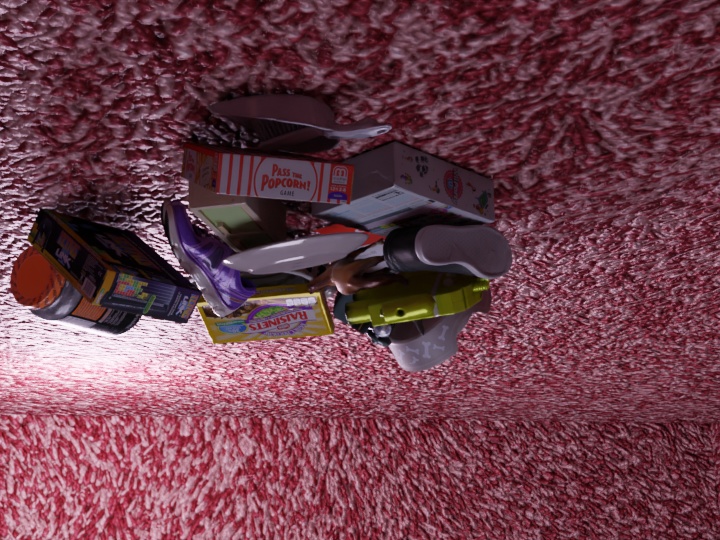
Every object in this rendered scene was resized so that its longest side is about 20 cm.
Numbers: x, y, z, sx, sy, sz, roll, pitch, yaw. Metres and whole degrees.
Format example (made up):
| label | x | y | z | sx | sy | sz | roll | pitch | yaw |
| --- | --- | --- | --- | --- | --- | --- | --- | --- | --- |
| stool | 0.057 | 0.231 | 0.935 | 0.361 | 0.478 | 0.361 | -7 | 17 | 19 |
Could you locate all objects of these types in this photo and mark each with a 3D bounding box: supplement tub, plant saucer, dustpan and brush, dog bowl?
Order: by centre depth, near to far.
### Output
| label | x | y | z | sx | sy | sz | roll | pitch | yaw |
| --- | --- | --- | --- | --- | --- | --- | --- | --- | --- |
| dustpan and brush | -0.053 | -0.158 | 1.248 | 0.200 | 0.057 | 0.140 | -11 | 162 | 30 |
| plant saucer | -0.168 | 0.002 | 1.747 | 0.200 | 0.050 | 0.200 | -2 | 164 | -1 |
| supplement tub | -0.436 | 0.028 | 1.760 | 0.122 | 0.123 | 0.200 | -10 | 162 | 26 |
| dog bowl | 0.121 | 0.072 | 1.884 | 0.200 | 0.200 | 0.059 | -19 | 124 | 46 |

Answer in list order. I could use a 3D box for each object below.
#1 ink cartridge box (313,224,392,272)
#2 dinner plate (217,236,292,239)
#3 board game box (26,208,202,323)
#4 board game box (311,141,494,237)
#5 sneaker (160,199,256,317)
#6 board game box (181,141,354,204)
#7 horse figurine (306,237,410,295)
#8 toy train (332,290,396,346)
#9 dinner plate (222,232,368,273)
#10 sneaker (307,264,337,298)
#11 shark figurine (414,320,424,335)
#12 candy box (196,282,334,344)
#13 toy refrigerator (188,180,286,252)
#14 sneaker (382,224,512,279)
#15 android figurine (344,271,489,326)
| label | x | y | z | sx | sy | sz | roll | pitch | yaw |
| --- | --- | --- | --- | --- | --- | --- | --- | --- | --- |
| ink cartridge box | 0.052 | -0.036 | 1.727 | 0.162 | 0.057 | 0.200 | -14 | 165 | 37 |
| dinner plate | -0.166 | -0.031 | 1.763 | 0.200 | 0.024 | 0.200 | -1 | 165 | 0 |
| board game box | -0.341 | -0.007 | 1.572 | 0.165 | 0.057 | 0.200 | 14 | -164 | -48 |
| board game box | 0.057 | -0.095 | 1.483 | 0.147 | 0.064 | 0.200 | -15 | 159 | 41 |
| sneaker | -0.214 | -0.028 | 1.602 | 0.083 | 0.081 | 0.200 | -32 | 126 | -1 |
| board game box | -0.111 | -0.111 | 1.294 | 0.151 | 0.046 | 0.200 | 4 | -172 | -21 |
| horse figurine | 0.000 | 0.000 | 1.603 | 0.132 | 0.050 | 0.200 | -24 | -166 | -12 |
| toy train | 0.017 | 0.047 | 1.832 | 0.114 | 0.085 | 0.200 | 30 | -163 | -6 |
| dinner plate | -0.086 | -0.019 | 1.528 | 0.200 | 0.024 | 0.200 | -10 | 176 | -1 |
| sneaker | -0.082 | 0.031 | 1.885 | 0.081 | 0.075 | 0.200 | 24 | 161 | -26 |
| shark figurine | 0.088 | 0.022 | 1.709 | 0.128 | 0.090 | 0.215 | 17 | 150 | -11 |
| candy box | -0.147 | 0.068 | 1.767 | 0.200 | 0.026 | 0.102 | -5 | 137 | 11 |
| toy refrigerator | -0.158 | -0.080 | 1.499 | 0.076 | 0.070 | 0.200 | -5 | 165 | 10 |
| sneaker | 0.113 | -0.027 | 1.512 | 0.200 | 0.071 | 0.099 | 7 | 175 | -44 |
| android figurine | 0.082 | 0.033 | 1.566 | 0.200 | 0.041 | 0.182 | -11 | -168 | 14 |
